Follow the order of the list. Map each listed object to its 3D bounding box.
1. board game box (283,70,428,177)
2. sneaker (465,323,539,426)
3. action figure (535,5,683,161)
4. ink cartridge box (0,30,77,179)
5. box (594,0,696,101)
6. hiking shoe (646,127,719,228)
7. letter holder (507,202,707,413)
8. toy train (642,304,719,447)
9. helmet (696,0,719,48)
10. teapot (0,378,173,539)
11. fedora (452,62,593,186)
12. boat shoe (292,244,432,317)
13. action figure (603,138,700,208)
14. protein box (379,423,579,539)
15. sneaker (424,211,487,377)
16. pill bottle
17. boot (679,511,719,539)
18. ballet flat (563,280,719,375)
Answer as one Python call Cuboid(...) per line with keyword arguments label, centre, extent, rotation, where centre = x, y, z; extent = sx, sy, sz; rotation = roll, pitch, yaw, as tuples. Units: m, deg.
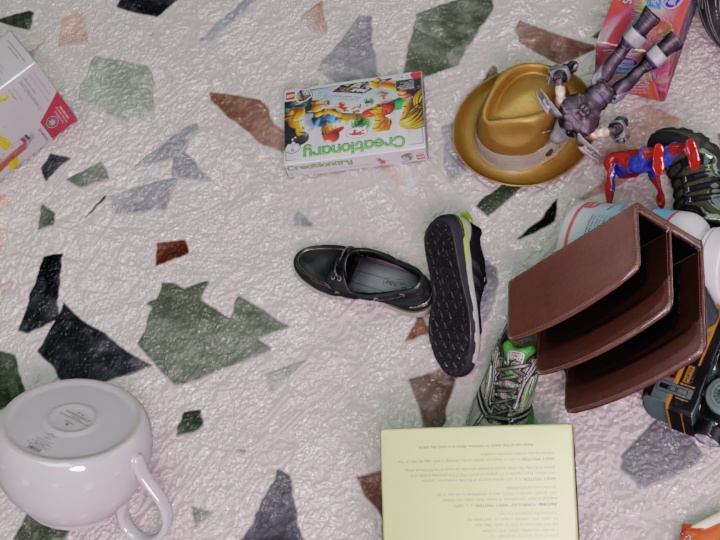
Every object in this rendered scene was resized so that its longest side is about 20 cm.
Cuboid(label="board game box", centre=(-0.008, -0.200, 1.447), extent=(0.196, 0.035, 0.128), rotation=(-7, 62, 9))
Cuboid(label="sneaker", centre=(0.168, 0.127, 1.213), extent=(0.077, 0.085, 0.203), rotation=(12, 67, 18))
Cuboid(label="action figure", centre=(0.301, -0.223, 1.293), extent=(0.130, 0.069, 0.200), rotation=(43, 103, -9))
Cuboid(label="ink cartridge box", centre=(-0.528, -0.216, 1.504), extent=(0.199, 0.146, 0.083), rotation=(-40, 64, -9))
Cuboid(label="box", centre=(0.387, -0.340, 1.399), extent=(0.101, 0.095, 0.202), rotation=(18, 68, 18))
Cuboid(label="hiking shoe", centre=(0.407, -0.091, 1.278), extent=(0.100, 0.076, 0.200), rotation=(-35, 62, -11))
Cuboid(label="letter holder", centre=(0.251, 0.050, 1.101), extent=(0.100, 0.199, 0.144), rotation=(25, 54, -24))
Cuboid(label="toy train", centre=(0.397, 0.097, 1.184), extent=(0.113, 0.085, 0.202), rotation=(17, 67, 30))
Cuboid(label="helmet", centre=(0.515, -0.359, 1.315), extent=(0.189, 0.200, 0.202), rotation=(29, 70, -2))
Cuboid(label="teapot", centre=(-0.332, 0.234, 1.236), extent=(0.194, 0.148, 0.200), rotation=(-5, 28, -19))
Cuboid(label="fedora", centre=(0.213, -0.207, 1.375), extent=(0.197, 0.082, 0.204), rotation=(-5, 62, 10))
Cuboid(label="boat shoe", centre=(-0.001, 0.002, 1.323), extent=(0.197, 0.066, 0.075), rotation=(22, 70, 21))
Cuboid(label="action figure", centre=(0.339, -0.101, 1.259), extent=(0.064, 0.200, 0.101), rotation=(-7, 96, -5))
Cuboid(label="protein box", centre=(0.127, 0.264, 1.092), extent=(0.195, 0.135, 0.204), rotation=(-3, 81, 10))
Cuboid(label="sneaker", centre=(0.131, 0.026, 1.280), extent=(0.071, 0.082, 0.204), rotation=(-9, 81, 45))
Cuboid(label="pill bottle", centre=(0.331, -0.016, 1.202), extent=(0.198, 0.109, 0.110), rotation=(10, 63, 42))
Cuboid(label="boot", centre=(0.341, 0.323, 1.087), extent=(0.198, 0.075, 0.108), rotation=(-25, 57, -11))
Cuboid(label="ballet flat", centre=(0.310, 0.082, 1.154), extent=(0.200, 0.072, 0.074), rotation=(-44, 50, 39))
